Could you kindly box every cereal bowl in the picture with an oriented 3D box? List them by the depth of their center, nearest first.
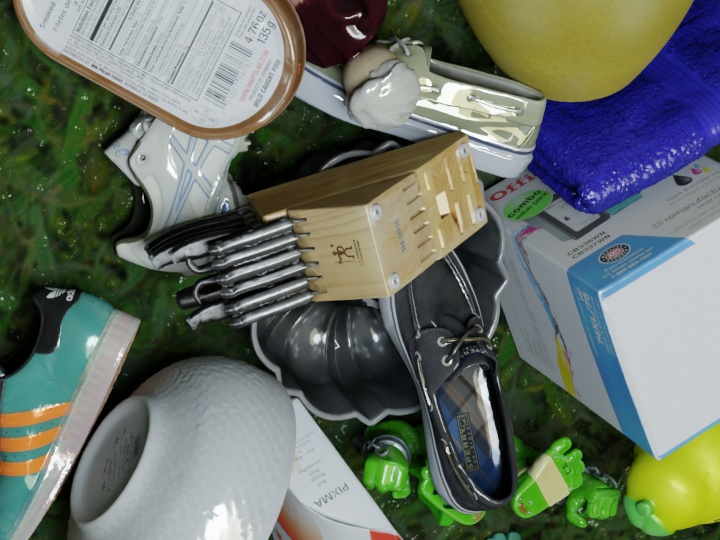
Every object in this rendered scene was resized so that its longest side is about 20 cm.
[{"bbox_3d":[-0.133,0.142,1.483,0.083,0.200,0.201,30,92,-26],"label":"cereal bowl"}]

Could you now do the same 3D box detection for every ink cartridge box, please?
[{"bbox_3d":[-0.004,0.207,1.533,0.050,0.200,0.163,-27,146,-13],"label":"ink cartridge box"},{"bbox_3d":[0.197,0.006,1.589,0.146,0.200,0.147,-30,119,-13],"label":"ink cartridge box"}]

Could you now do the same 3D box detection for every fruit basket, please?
[{"bbox_3d":[0.277,0.124,1.654,0.155,0.215,0.216,35,90,-29],"label":"fruit basket"}]

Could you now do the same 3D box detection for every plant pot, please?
[{"bbox_3d":[0.144,-0.201,1.527,0.199,0.200,0.143,-19,137,-18],"label":"plant pot"}]

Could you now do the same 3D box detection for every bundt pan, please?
[{"bbox_3d":[0.000,0.000,1.569,0.200,0.076,0.204,-8,110,-22],"label":"bundt pan"}]

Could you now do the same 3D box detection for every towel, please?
[{"bbox_3d":[0.205,-0.125,1.584,0.199,0.148,0.050,-30,126,-12],"label":"towel"}]

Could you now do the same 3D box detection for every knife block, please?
[{"bbox_3d":[-0.035,-0.026,1.472,0.200,0.174,0.064,-37,118,-50],"label":"knife block"}]

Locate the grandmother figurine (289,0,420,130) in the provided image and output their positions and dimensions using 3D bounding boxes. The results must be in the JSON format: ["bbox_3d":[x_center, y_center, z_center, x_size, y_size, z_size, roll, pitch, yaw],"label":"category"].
[{"bbox_3d":[-0.024,-0.181,1.455,0.060,0.121,0.201,-34,95,-36],"label":"grandmother figurine"}]

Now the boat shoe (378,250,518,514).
[{"bbox_3d":[0.065,0.068,1.515,0.069,0.066,0.202,-11,93,-25],"label":"boat shoe"}]

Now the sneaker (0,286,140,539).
[{"bbox_3d":[-0.222,0.101,1.509,0.079,0.071,0.201,27,103,-2],"label":"sneaker"}]

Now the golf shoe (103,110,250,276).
[{"bbox_3d":[-0.120,-0.093,1.488,0.096,0.078,0.202,1,102,-15],"label":"golf shoe"}]

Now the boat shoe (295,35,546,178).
[{"bbox_3d":[0.031,-0.127,1.523,0.199,0.072,0.062,20,110,-8],"label":"boat shoe"}]

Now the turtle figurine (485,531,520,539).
[{"bbox_3d":[0.169,0.263,1.659,0.101,0.200,0.150,-48,119,-4],"label":"turtle figurine"}]

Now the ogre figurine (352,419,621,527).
[{"bbox_3d":[0.076,0.142,1.625,0.199,0.120,0.099,-12,107,-23],"label":"ogre figurine"}]

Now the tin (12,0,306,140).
[{"bbox_3d":[-0.129,-0.161,1.430,0.199,0.042,0.113,29,100,-1],"label":"tin"}]
